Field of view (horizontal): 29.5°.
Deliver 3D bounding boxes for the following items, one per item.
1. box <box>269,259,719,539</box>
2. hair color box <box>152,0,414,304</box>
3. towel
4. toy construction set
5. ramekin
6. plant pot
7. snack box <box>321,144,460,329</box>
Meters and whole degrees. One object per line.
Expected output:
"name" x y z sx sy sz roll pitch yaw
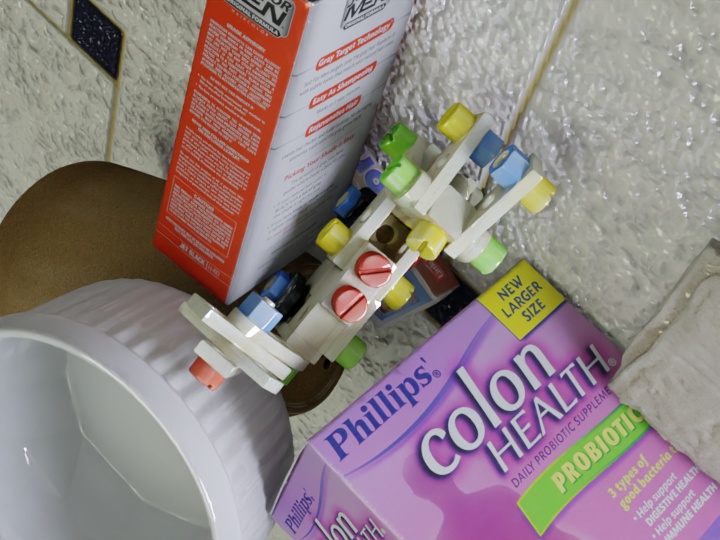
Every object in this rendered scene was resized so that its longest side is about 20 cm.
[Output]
"box" 0.089 0.128 0.714 0.200 0.176 0.097 44 146 14
"hair color box" -0.039 -0.086 0.713 0.061 0.101 0.200 37 134 17
"towel" 0.216 0.080 0.644 0.200 0.034 0.133 43 147 12
"toy construction set" 0.000 0.000 0.707 0.092 0.200 0.131 55 175 -15
"ramekin" -0.131 0.100 0.763 0.199 0.105 0.201 14 120 26
"plant pot" -0.111 0.029 0.879 0.199 0.186 0.187 8 127 39
"snack box" -0.022 -0.059 0.814 0.200 0.024 0.072 55 146 -4
